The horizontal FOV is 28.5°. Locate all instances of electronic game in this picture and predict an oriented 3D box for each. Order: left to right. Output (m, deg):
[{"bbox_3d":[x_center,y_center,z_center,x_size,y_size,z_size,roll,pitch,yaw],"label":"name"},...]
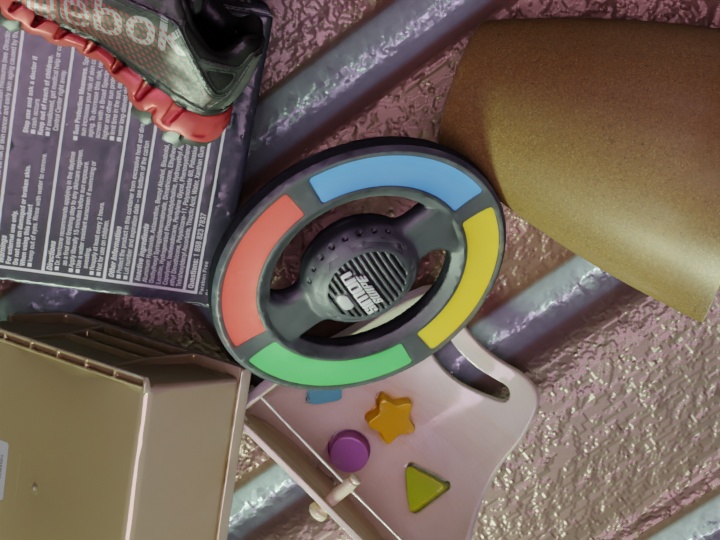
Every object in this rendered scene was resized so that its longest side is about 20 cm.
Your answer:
[{"bbox_3d":[0.000,0.000,0.910,0.200,0.042,0.200,-13,133,-14],"label":"electronic game"}]

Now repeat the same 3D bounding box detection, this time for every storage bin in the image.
[{"bbox_3d":[-0.191,0.145,0.979,0.198,0.094,0.200,14,99,37],"label":"storage bin"}]

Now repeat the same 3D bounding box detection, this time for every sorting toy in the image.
[{"bbox_3d":[0.027,0.109,1.022,0.180,0.107,0.200,-42,101,6],"label":"sorting toy"}]

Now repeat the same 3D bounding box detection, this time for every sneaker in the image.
[{"bbox_3d":[-0.136,-0.156,0.785,0.200,0.071,0.098,35,125,-21],"label":"sneaker"}]

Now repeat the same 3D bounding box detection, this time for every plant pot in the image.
[{"bbox_3d":[0.159,-0.086,0.922,0.200,0.186,0.187,19,108,12],"label":"plant pot"}]

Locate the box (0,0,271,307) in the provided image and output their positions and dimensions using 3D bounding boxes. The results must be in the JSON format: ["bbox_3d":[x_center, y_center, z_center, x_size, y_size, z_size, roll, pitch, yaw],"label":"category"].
[{"bbox_3d":[-0.177,-0.099,0.921,0.198,0.123,0.200,8,108,-14],"label":"box"}]
